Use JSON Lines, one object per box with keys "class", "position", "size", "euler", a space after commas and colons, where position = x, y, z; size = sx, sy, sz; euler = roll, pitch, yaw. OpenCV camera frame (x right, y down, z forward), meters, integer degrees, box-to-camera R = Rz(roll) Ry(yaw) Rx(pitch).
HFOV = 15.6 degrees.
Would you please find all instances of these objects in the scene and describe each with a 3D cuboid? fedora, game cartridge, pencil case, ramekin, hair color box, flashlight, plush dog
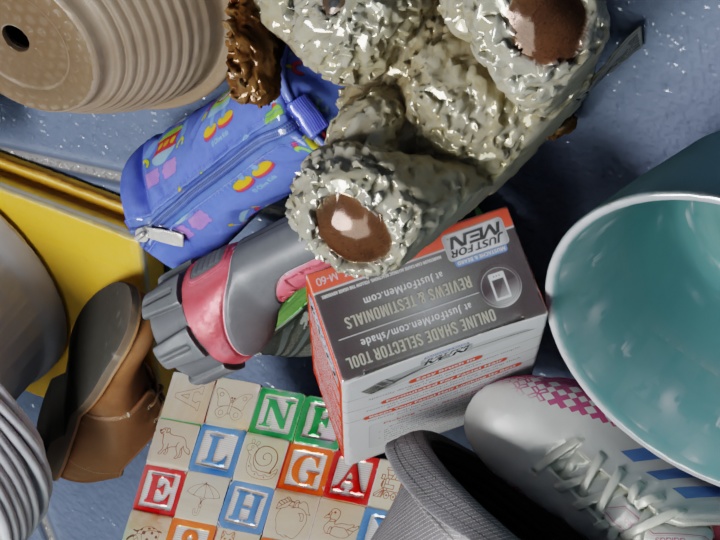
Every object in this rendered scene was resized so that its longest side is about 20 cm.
{"class": "fedora", "position": [0.079, 0.172, 1.374], "size": [0.200, 0.091, 0.177], "euler": [34, -172, -12]}
{"class": "game cartridge", "position": [-0.198, 0.012, 1.665], "size": [0.175, 0.033, 0.201], "euler": [21, 143, 19]}
{"class": "pencil case", "position": [-0.060, -0.063, 1.426], "size": [0.078, 0.087, 0.200], "euler": [50, 140, -7]}
{"class": "ramekin", "position": [-0.293, 0.028, 1.649], "size": [0.200, 0.098, 0.201], "euler": [22, 143, 18]}
{"class": "hair color box", "position": [0.033, 0.038, 1.380], "size": [0.200, 0.110, 0.064], "euler": [92, 158, -75]}
{"class": "flashlight", "position": [-0.025, -0.001, 1.401], "size": [0.199, 0.068, 0.068], "euler": [-24, 74, 32]}
{"class": "plush dog", "position": [0.024, -0.121, 1.285], "size": [0.172, 0.160, 0.200], "euler": [46, 115, 8]}

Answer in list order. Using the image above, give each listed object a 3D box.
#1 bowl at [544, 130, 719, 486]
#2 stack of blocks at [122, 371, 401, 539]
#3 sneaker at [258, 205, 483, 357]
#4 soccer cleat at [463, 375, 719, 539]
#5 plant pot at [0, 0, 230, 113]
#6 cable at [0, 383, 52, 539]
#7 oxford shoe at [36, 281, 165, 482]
{"class": "bowl", "position": [0.202, 0.007, 1.285], "size": [0.200, 0.105, 0.201], "euler": [22, 142, 18]}
{"class": "stack of blocks", "position": [-0.026, 0.135, 1.504], "size": [0.199, 0.116, 0.059], "euler": [9, 162, 23]}
{"class": "sneaker", "position": [0.000, 0.000, 1.477], "size": [0.199, 0.077, 0.084], "euler": [-18, 154, 39]}
{"class": "soccer cleat", "position": [0.142, 0.116, 1.350], "size": [0.199, 0.086, 0.070], "euler": [25, 114, 6]}
{"class": "plant pot", "position": [-0.160, -0.150, 1.404], "size": [0.200, 0.093, 0.201], "euler": [21, 142, 18]}
{"class": "cable", "position": [-0.282, 0.105, 1.585], "size": [0.199, 0.069, 0.201], "euler": [5, 135, 35]}
{"class": "oxford shoe", "position": [-0.149, 0.070, 1.627], "size": [0.071, 0.072, 0.200], "euler": [10, 147, -14]}
